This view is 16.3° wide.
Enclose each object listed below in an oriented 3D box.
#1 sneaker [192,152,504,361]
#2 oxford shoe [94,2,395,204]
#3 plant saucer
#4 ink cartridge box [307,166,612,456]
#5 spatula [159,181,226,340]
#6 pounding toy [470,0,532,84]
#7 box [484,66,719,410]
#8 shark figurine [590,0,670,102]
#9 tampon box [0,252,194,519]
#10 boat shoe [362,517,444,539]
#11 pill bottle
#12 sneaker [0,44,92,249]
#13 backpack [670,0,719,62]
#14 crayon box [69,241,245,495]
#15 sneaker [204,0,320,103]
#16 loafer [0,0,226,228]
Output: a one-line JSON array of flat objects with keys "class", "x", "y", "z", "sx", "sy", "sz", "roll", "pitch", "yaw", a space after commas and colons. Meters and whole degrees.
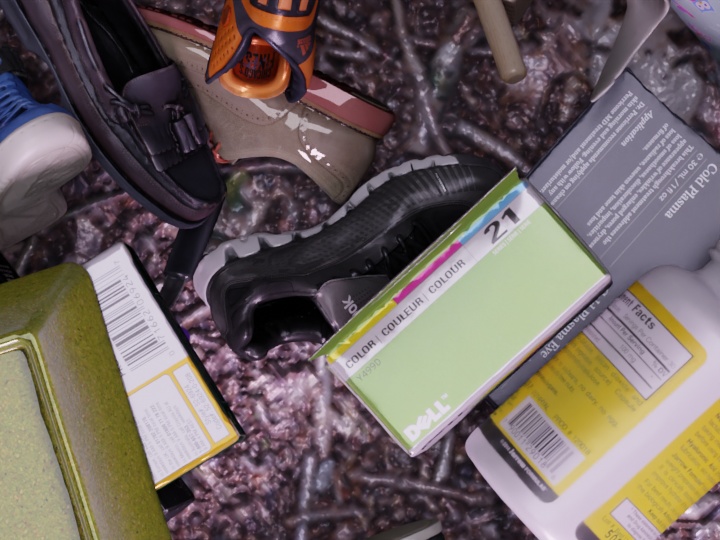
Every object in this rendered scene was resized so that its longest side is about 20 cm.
[{"class": "sneaker", "x": 0.000, "y": 0.000, "z": 1.484, "sx": 0.200, "sy": 0.067, "sz": 0.091, "roll": -23, "pitch": 42, "yaw": 6}, {"class": "oxford shoe", "x": -0.083, "y": -0.104, "z": 1.509, "sx": 0.200, "sy": 0.070, "sz": 0.075, "roll": 25, "pitch": 98, "yaw": 7}, {"class": "plant saucer", "x": -0.213, "y": 0.117, "z": 1.319, "sx": 0.199, "sy": 0.048, "sz": 0.200, "roll": -18, "pitch": 86, "yaw": 1}, {"class": "ink cartridge box", "x": 0.055, "y": 0.025, "z": 1.325, "sx": 0.148, "sy": 0.200, "sz": 0.076, "roll": -42, "pitch": 85, "yaw": 3}, {"class": "spatula", "x": -0.112, "y": 0.010, "z": 1.469, "sx": 0.056, "sy": 0.200, "sz": 0.021, "roll": 9, "pitch": 131, "yaw": 9}, {"class": "pounding toy", "x": 0.063, "y": -0.231, "z": 1.464, "sx": 0.184, "sy": 0.142, "sz": 0.200, "roll": 30, "pitch": 90, "yaw": 5}, {"class": "box", "x": 0.155, "y": 0.017, "z": 1.470, "sx": 0.182, "sy": 0.104, "sz": 0.200, "roll": 43, "pitch": 92, "yaw": 5}, {"class": "shark figurine", "x": 0.095, "y": -0.205, "z": 1.380, "sx": 0.089, "sy": 0.128, "sz": 0.215, "roll": -31, "pitch": 98, "yaw": 18}, {"class": "tampon box", "x": -0.212, "y": 0.100, "z": 1.470, "sx": 0.126, "sy": 0.150, "sz": 0.200, "roll": -40, "pitch": 86, "yaw": 1}, {"class": "boat shoe", "x": -0.029, "y": 0.214, "z": 1.493, "sx": 0.199, "sy": 0.075, "sz": 0.066, "roll": -28, "pitch": 89, "yaw": 3}, {"class": "pill bottle", "x": 0.163, "y": 0.068, "z": 1.360, "sx": 0.200, "sy": 0.111, "sz": 0.111, "roll": -42, "pitch": 86, "yaw": 3}, {"class": "sneaker", "x": -0.214, "y": -0.086, "z": 1.454, "sx": 0.077, "sy": 0.200, "sz": 0.111, "roll": -29, "pitch": 86, "yaw": -11}, {"class": "backpack", "x": 0.232, "y": -0.186, "z": 1.431, "sx": 0.127, "sy": 0.200, "sz": 0.167, "roll": -42, "pitch": 48, "yaw": 6}, {"class": "crayon box", "x": -0.180, "y": 0.089, "z": 1.369, "sx": 0.200, "sy": 0.052, "sz": 0.126, "roll": -31, "pitch": 87, "yaw": -1}, {"class": "sneaker", "x": -0.064, "y": -0.158, "z": 1.448, "sx": 0.077, "sy": 0.200, "sz": 0.112, "roll": 10, "pitch": 98, "yaw": -8}, {"class": "loafer", "x": -0.139, "y": -0.117, "z": 1.460, "sx": 0.063, "sy": 0.072, "sz": 0.200, "roll": -33, "pitch": 95, "yaw": 35}]
